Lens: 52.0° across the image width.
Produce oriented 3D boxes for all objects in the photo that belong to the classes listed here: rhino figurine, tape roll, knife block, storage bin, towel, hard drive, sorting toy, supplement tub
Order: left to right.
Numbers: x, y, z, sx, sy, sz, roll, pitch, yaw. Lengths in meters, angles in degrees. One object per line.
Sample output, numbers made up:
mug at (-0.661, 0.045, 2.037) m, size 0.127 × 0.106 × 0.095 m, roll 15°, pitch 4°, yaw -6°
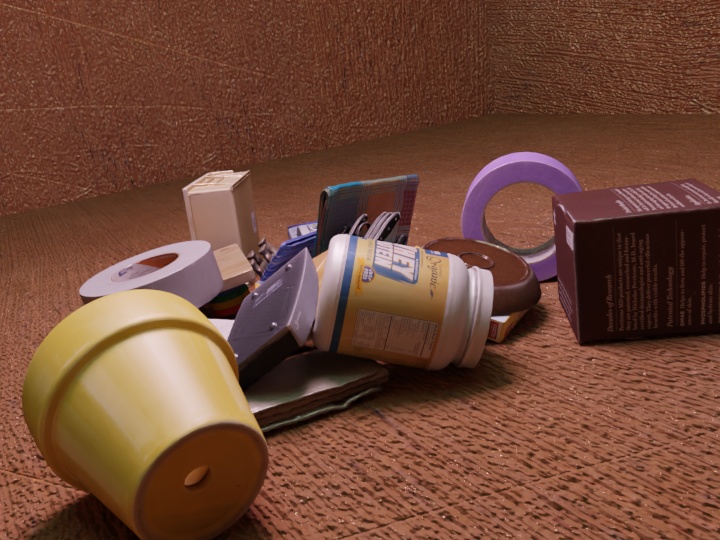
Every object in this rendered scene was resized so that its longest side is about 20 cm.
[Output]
tape roll at (-0.308, 0.023, 1.099) m, size 0.199 × 0.066 × 0.200 m, roll -14°, pitch 19°, yaw 5°
sorting toy at (-0.278, 0.040, 1.238) m, size 0.199 × 0.070 × 0.199 m, roll -21°, pitch 19°, yaw -11°
storage bin at (-0.260, -0.084, 1.446) m, size 0.093 × 0.201 × 0.199 m, roll -6°, pitch 16°, yaw 4°
rhino figurine at (-0.166, -0.014, 1.389) m, size 0.060 × 0.087 × 0.200 m, roll -46°, pitch 14°, yaw 5°
hard drive at (-0.109, 0.060, 0.917) m, size 0.135 × 0.042 × 0.200 m, roll -39°, pitch 20°, yaw 19°
towel at (-0.075, 0.140, 0.898) m, size 0.199 × 0.035 × 0.132 m, roll -14°, pitch 15°, yaw -22°
towel at (-0.102, -0.006, 1.230) m, size 0.144 × 0.024 × 0.200 m, roll -22°, pitch -19°, yaw -36°
knife block at (0.000, 0.000, 1.080) m, size 0.175 × 0.064 × 0.200 m, roll -30°, pitch 32°, yaw 10°
towel at (0.011, -0.076, 1.191) m, size 0.199 × 0.147 × 0.022 m, roll -13°, pitch 33°, yaw -38°
supplement tub at (0.049, 0.042, 0.903) m, size 0.199 × 0.145 × 0.145 m, roll 10°, pitch 16°, yaw -3°
tape roll at (0.265, -0.086, 1.198) m, size 0.199 × 0.201 × 0.085 m, roll -4°, pitch 17°, yaw 14°

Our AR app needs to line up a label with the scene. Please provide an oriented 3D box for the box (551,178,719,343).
box at (0.369, -0.017, 0.974) m, size 0.199 × 0.165 × 0.166 m, roll -6°, pitch 17°, yaw 8°

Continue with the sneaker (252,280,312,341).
sneaker at (-0.122, 0.071, 1.121) m, size 0.088 × 0.076 × 0.200 m, roll 5°, pitch 15°, yaw -15°

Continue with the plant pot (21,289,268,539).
plant pot at (-0.186, 0.144, 0.687) m, size 0.200 × 0.202 × 0.189 m, roll -19°, pitch 33°, yaw -32°

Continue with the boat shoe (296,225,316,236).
boat shoe at (-0.064, -0.045, 1.445) m, size 0.086 × 0.075 × 0.202 m, roll -11°, pitch 21°, yaw -17°

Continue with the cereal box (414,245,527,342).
cereal box at (0.136, 0.030, 1.064) m, size 0.199 × 0.040 × 0.144 m, roll 21°, pitch 28°, yaw 24°

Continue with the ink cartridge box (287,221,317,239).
ink cartridge box at (-0.096, -0.076, 1.631) m, size 0.119 × 0.042 × 0.200 m, roll -10°, pitch 15°, yaw -8°

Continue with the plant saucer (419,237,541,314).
plant saucer at (0.161, -0.001, 1.052) m, size 0.199 × 0.035 × 0.200 m, roll 6°, pitch 25°, yaw -3°

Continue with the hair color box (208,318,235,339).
hair color box at (-0.239, 0.113, 1.018) m, size 0.199 × 0.065 × 0.109 m, roll 2°, pitch 20°, yaw 27°
